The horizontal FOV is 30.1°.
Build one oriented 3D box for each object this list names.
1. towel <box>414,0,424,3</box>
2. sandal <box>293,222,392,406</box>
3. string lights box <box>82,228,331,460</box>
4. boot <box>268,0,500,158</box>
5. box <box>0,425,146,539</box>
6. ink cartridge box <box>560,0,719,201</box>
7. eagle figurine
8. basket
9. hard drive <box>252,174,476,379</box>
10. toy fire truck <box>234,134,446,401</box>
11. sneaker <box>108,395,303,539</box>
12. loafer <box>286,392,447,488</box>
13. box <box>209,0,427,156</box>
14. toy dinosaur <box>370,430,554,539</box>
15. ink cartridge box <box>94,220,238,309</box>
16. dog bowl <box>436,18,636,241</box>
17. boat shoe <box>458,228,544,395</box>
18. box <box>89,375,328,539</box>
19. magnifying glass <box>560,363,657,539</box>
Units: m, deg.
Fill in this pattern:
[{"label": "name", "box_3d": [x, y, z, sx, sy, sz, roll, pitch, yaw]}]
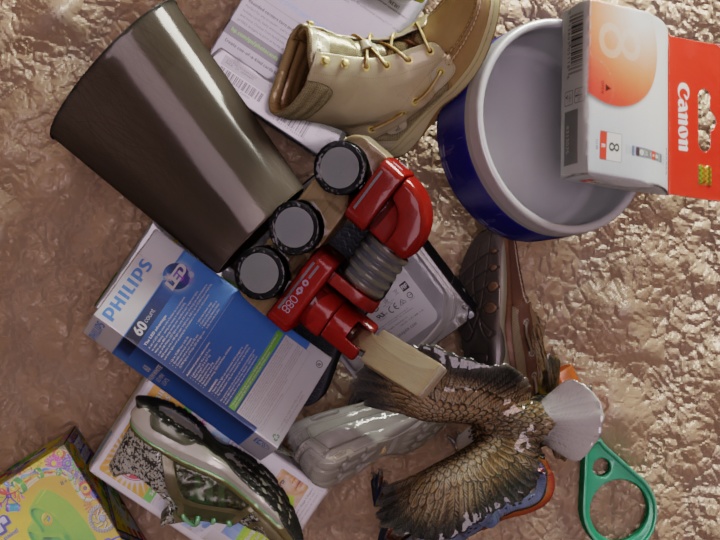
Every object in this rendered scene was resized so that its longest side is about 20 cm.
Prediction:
[{"label": "towel", "box_3d": [-0.016, -0.331, 1.253, 0.198, 0.145, 0.023, 28, 131, -10]}, {"label": "sandal", "box_3d": [-0.025, 0.034, 1.264, 0.076, 0.043, 0.202, 35, 112, 10]}, {"label": "string lights box", "box_3d": [-0.136, 0.067, 1.204, 0.199, 0.059, 0.103, 37, 63, -6]}, {"label": "boot", "box_3d": [0.020, -0.199, 1.206, 0.154, 0.073, 0.200, 14, 130, -34]}, {"label": "box", "box_3d": [-0.304, 0.285, 1.243, 0.198, 0.122, 0.194, -32, 95, -5]}, {"label": "ink cartridge box", "box_3d": [0.279, -0.154, 1.260, 0.197, 0.050, 0.165, 5, 82, -25]}, {"label": "eagle figurine", "box_3d": [0.105, 0.146, 1.205, 0.197, 0.152, 0.153, -7, 130, -29]}, {"label": "basket", "box_3d": [-0.156, -0.109, 1.214, 0.200, 0.136, 0.180, 45, 123, 0]}, {"label": "hard drive", "box_3d": [0.000, 0.000, 1.288, 0.139, 0.038, 0.201, -35, 96, 17]}, {"label": "toy fire truck", "box_3d": [0.011, 0.005, 1.161, 0.199, 0.129, 0.177, 40, 99, 4]}, {"label": "sneaker", "box_3d": [-0.139, 0.198, 1.190, 0.199, 0.077, 0.089, 38, 99, -2]}, {"label": "loafer", "box_3d": [0.017, 0.142, 1.276, 0.198, 0.070, 0.070, -15, 54, -42]}, {"label": "box", "box_3d": [-0.043, -0.230, 1.293, 0.155, 0.041, 0.202, 32, 90, -8]}, {"label": "toy dinosaur", "box_3d": [0.100, 0.234, 1.335, 0.179, 0.106, 0.202, 6, 129, -20]}, {"label": "ink cartridge box", "box_3d": [-0.143, 0.047, 1.283, 0.199, 0.059, 0.104, 36, 88, -7]}, {"label": "dog bowl", "box_3d": [0.173, -0.130, 1.272, 0.197, 0.079, 0.204, 3, 83, -28]}, {"label": "boat shoe", "box_3d": [0.141, 0.058, 1.320, 0.071, 0.075, 0.204, -3, 96, -32]}, {"label": "box", "box_3d": [-0.145, 0.189, 1.268, 0.199, 0.101, 0.113, 35, 88, -7]}, {"label": "magnifying glass", "box_3d": [0.240, 0.192, 1.358, 0.079, 0.022, 0.202, -24, 95, -6]}]
